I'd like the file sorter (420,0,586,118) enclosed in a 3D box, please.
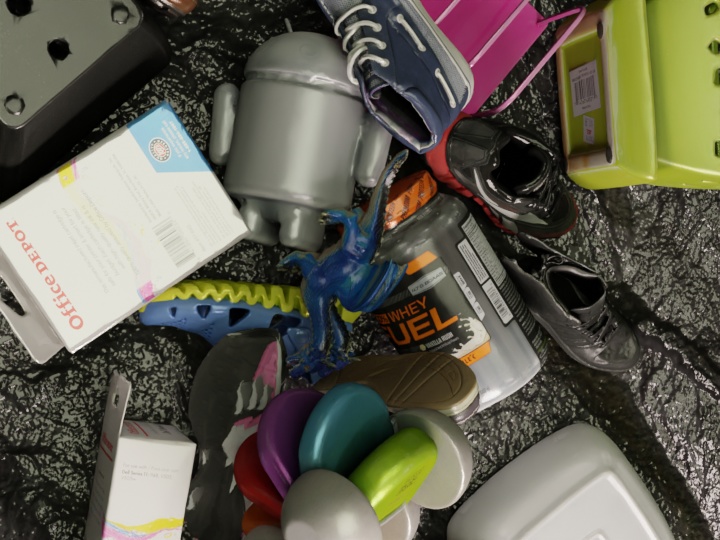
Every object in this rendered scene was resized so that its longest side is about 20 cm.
[{"bbox_3d":[0.079,-0.248,1.135,0.200,0.125,0.139,42,80,-13],"label":"file sorter"}]

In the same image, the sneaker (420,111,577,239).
[{"bbox_3d":[0.146,-0.077,1.149,0.200,0.098,0.071,31,78,-41],"label":"sneaker"}]

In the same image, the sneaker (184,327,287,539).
[{"bbox_3d":[-0.099,0.139,1.100,0.080,0.086,0.201,22,108,21],"label":"sneaker"}]

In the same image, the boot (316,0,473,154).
[{"bbox_3d":[0.012,-0.192,1.039,0.200,0.073,0.090,44,42,-12],"label":"boot"}]

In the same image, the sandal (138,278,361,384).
[{"bbox_3d":[-0.095,0.052,1.113,0.199,0.079,0.088,7,93,-15],"label":"sandal"}]

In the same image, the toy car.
[{"bbox_3d":[-0.025,0.164,0.987,0.175,0.200,0.150,-27,72,-45],"label":"toy car"}]

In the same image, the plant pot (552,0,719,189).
[{"bbox_3d":[0.287,-0.168,1.167,0.181,0.200,0.200,-5,93,-9],"label":"plant pot"}]

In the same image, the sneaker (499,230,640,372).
[{"bbox_3d":[0.201,0.034,1.186,0.200,0.104,0.060,38,80,-14],"label":"sneaker"}]

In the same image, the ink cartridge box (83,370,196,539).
[{"bbox_3d":[-0.186,0.191,1.063,0.067,0.117,0.201,9,89,-17],"label":"ink cartridge box"}]

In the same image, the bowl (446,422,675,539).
[{"bbox_3d":[0.205,0.267,1.207,0.199,0.075,0.200,-35,99,-14],"label":"bowl"}]

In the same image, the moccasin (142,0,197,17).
[{"bbox_3d":[-0.204,-0.304,1.080,0.078,0.074,0.202,-39,91,-5],"label":"moccasin"}]

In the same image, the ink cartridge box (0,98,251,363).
[{"bbox_3d":[-0.215,-0.029,1.047,0.200,0.125,0.129,-34,100,-14],"label":"ink cartridge box"}]

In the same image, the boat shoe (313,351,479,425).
[{"bbox_3d":[0.037,0.114,1.095,0.072,0.200,0.065,-42,113,-32],"label":"boat shoe"}]

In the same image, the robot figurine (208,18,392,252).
[{"bbox_3d":[-0.054,-0.119,1.102,0.169,0.113,0.201,11,88,15],"label":"robot figurine"}]

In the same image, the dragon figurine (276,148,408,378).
[{"bbox_3d":[0.000,0.000,1.049,0.200,0.059,0.099,-46,76,10],"label":"dragon figurine"}]

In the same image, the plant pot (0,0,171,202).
[{"bbox_3d":[-0.272,-0.195,1.003,0.199,0.177,0.200,-43,101,-12],"label":"plant pot"}]

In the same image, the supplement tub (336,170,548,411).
[{"bbox_3d":[0.070,0.020,1.137,0.122,0.122,0.200,-35,100,-13],"label":"supplement tub"}]
